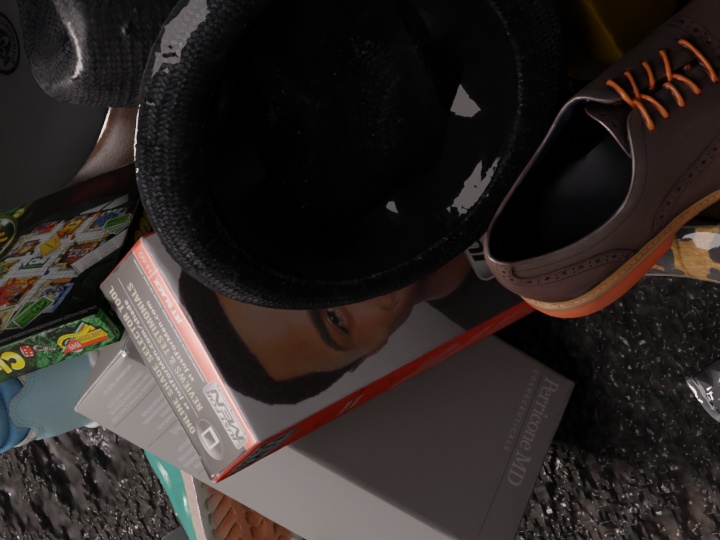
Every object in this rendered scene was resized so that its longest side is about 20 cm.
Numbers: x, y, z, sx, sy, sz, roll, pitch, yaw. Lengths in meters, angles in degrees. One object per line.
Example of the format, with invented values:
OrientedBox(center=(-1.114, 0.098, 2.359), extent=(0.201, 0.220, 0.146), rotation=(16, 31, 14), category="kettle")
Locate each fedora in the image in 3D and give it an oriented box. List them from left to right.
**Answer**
OrientedBox(center=(-0.108, -0.134, 1.194), extent=(0.201, 0.091, 0.202), rotation=(168, 90, -76), category="fedora")
OrientedBox(center=(-0.014, -0.083, 1.057), extent=(0.092, 0.200, 0.201), rotation=(-119, 35, -43), category="fedora")

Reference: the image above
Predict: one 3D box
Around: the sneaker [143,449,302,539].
OrientedBox(center=(-0.081, 0.055, 1.309), extent=(0.080, 0.071, 0.201), rotation=(16, 117, 61), category="sneaker")

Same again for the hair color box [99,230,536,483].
OrientedBox(center=(0.000, 0.000, 1.149), extent=(0.102, 0.200, 0.061), rotation=(59, 150, 6), category="hair color box")

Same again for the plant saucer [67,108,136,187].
OrientedBox(center=(-0.172, -0.127, 1.374), extent=(0.200, 0.032, 0.201), rotation=(19, 122, 33), category="plant saucer")

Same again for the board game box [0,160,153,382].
OrientedBox(center=(-0.176, 0.016, 1.214), extent=(0.199, 0.105, 0.023), rotation=(-19, 129, 32), category="board game box")

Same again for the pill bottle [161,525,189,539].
OrientedBox(center=(-0.092, 0.234, 1.423), extent=(0.109, 0.109, 0.201), rotation=(39, 132, 21), category="pill bottle")

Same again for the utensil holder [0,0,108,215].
OrientedBox(center=(-0.245, -0.103, 1.314), extent=(0.199, 0.170, 0.171), rotation=(-2, 109, 39), category="utensil holder")

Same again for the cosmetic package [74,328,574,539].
OrientedBox(center=(-0.015, 0.057, 1.202), extent=(0.199, 0.107, 0.090), rotation=(27, 150, -9), category="cosmetic package")

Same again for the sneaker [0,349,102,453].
OrientedBox(center=(-0.214, 0.037, 1.333), extent=(0.200, 0.130, 0.080), rotation=(22, 125, 50), category="sneaker")

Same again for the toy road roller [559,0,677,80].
OrientedBox(center=(0.066, -0.187, 1.085), extent=(0.123, 0.146, 0.200), rotation=(20, 160, 34), category="toy road roller")

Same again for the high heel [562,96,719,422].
OrientedBox(center=(0.139, -0.043, 1.103), extent=(0.200, 0.071, 0.143), rotation=(48, 135, 1), category="high heel")

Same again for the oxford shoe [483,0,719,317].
OrientedBox(center=(0.127, -0.063, 1.049), extent=(0.071, 0.072, 0.200), rotation=(44, 98, 24), category="oxford shoe")
